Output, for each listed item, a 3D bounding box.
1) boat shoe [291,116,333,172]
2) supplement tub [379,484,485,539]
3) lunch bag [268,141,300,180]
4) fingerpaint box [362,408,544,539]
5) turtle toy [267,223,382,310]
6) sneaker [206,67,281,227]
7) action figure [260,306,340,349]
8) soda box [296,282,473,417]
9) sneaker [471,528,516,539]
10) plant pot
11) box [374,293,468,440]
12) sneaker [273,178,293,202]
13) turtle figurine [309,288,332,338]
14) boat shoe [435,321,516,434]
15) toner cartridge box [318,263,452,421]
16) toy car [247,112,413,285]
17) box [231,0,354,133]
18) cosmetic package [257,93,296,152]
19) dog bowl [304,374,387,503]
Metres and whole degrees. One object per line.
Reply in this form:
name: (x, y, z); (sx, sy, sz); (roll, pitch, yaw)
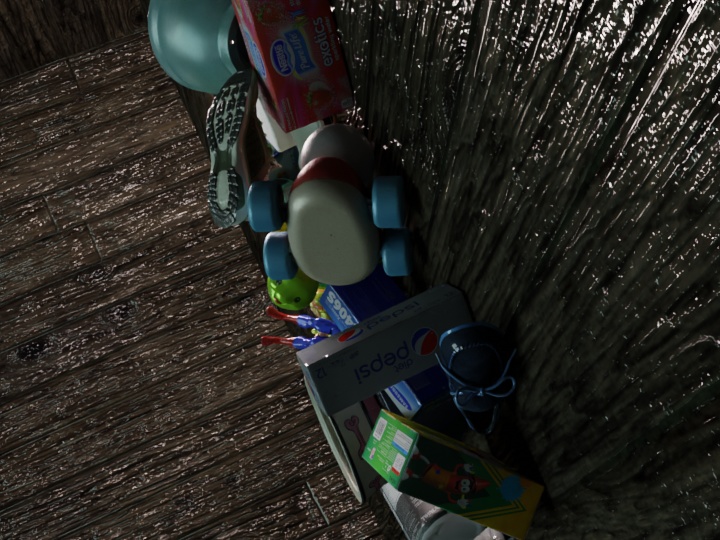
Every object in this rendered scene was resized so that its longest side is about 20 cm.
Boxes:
boat shoe: (-0.052, -0.178, 1.389); (0.076, 0.060, 0.200); (42, 161, 15)
supplement tub: (0.105, 0.356, 1.596); (0.200, 0.122, 0.123); (-125, 15, -52)
lunch bag: (-0.161, -0.200, 1.728); (0.200, 0.127, 0.171); (47, 160, 36)
fingerpaint box: (0.106, 0.245, 1.223); (0.166, 0.074, 0.200); (24, 176, -11)
turtle toy: (-0.049, -0.026, 1.357); (0.146, 0.200, 0.101); (44, 165, -6)
sneaker: (-0.140, -0.150, 1.261); (0.077, 0.088, 0.202); (3, 88, 43)
action figure: (-0.046, 0.086, 1.339); (0.099, 0.198, 0.066); (28, -110, -70)
soda box: (0.031, 0.089, 1.151); (0.069, 0.199, 0.063); (68, 170, -16)
sneaker: (0.181, 0.420, 1.404); (0.200, 0.099, 0.078); (137, 109, -79)
plant pot: (-0.159, -0.318, 1.319); (0.134, 0.200, 0.201); (31, 147, 44)
box: (0.063, 0.166, 1.441); (0.182, 0.104, 0.201); (94, 151, -66)
sneaker: (-0.054, -0.082, 1.606); (0.199, 0.078, 0.140); (20, 165, 45)
turtle figurine: (-0.059, 0.041, 1.485); (0.161, 0.064, 0.201); (94, 151, -82)
boat shoe: (0.132, 0.118, 1.066); (0.200, 0.084, 0.069); (57, -158, -59)
toner cartridge box: (0.042, 0.088, 1.289); (0.200, 0.095, 0.043); (53, 138, 20)
toy car: (-0.028, -0.104, 1.262); (0.177, 0.183, 0.201); (77, -166, -50)
box: (-0.086, -0.283, 1.223); (0.096, 0.099, 0.201); (-126, 16, -51)
cosmetic package: (-0.135, -0.271, 1.558); (0.200, 0.081, 0.113); (46, 159, 62)
dog bowl: (-0.009, 0.225, 1.440); (0.200, 0.073, 0.201); (157, 90, -80)
